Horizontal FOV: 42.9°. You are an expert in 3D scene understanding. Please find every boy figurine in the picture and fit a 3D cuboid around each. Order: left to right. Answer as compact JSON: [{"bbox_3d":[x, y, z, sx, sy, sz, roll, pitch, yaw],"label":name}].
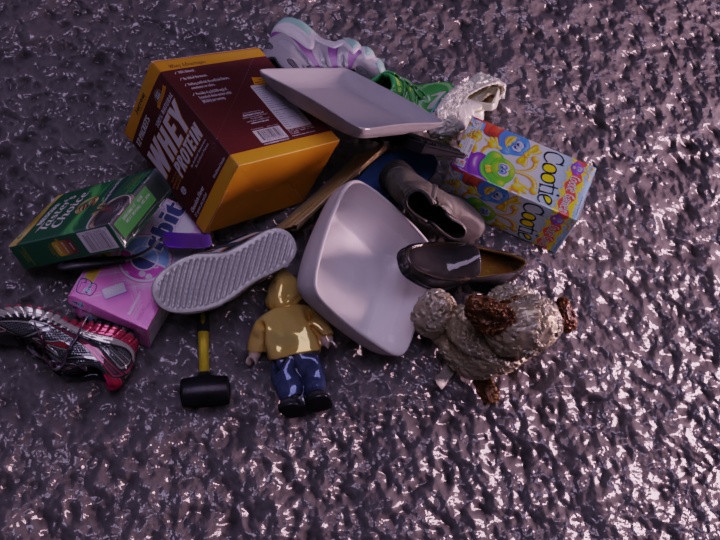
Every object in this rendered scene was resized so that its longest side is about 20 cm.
[{"bbox_3d":[-0.097,0.093,1.227,0.124,0.064,0.200,-17,63,3],"label":"boy figurine"}]

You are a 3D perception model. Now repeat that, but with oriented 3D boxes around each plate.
[{"bbox_3d":[-0.014,-0.234,1.287,0.200,0.032,0.199,34,30,28],"label":"plate"}]

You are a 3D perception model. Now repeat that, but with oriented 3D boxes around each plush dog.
[{"bbox_3d":[0.189,0.082,1.209,0.200,0.172,0.161,-3,72,-28],"label":"plush dog"}]

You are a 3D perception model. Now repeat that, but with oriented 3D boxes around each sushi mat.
[{"bbox_3d":[-0.049,-0.115,1.332,0.200,0.096,0.012,-44,108,-26],"label":"sushi mat"}]

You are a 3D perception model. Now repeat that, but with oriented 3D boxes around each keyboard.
[{"bbox_3d":[0.065,-0.192,1.342,0.127,0.200,0.021,4,103,-20],"label":"keyboard"}]

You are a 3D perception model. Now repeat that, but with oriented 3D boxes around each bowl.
[{"bbox_3d":[0.000,0.000,1.250,0.200,0.075,0.200,40,56,-33],"label":"bowl"}]

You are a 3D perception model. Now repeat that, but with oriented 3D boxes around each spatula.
[{"bbox_3d":[-0.294,-0.023,1.196,0.199,0.021,0.057,-14,26,-9],"label":"spatula"}]

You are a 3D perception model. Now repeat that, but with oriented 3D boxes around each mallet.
[{"bbox_3d":[-0.201,0.091,1.231,0.066,0.041,0.200,4,59,-6],"label":"mallet"}]

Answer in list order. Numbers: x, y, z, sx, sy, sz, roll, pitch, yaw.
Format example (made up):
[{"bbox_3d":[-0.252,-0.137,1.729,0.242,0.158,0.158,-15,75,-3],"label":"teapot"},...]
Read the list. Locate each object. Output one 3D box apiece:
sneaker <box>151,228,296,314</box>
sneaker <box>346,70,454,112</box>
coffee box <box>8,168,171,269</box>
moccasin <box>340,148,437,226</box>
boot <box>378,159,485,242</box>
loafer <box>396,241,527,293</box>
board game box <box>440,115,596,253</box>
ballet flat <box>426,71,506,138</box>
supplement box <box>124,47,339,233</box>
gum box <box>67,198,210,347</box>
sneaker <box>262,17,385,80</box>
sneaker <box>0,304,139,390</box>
[{"bbox_3d":[-0.184,0.004,1.223,0.200,0.079,0.079,-21,93,-19],"label":"sneaker"},{"bbox_3d":[0.061,-0.265,1.428,0.199,0.084,0.074,-10,65,-15],"label":"sneaker"},{"bbox_3d":[-0.355,-0.066,1.199,0.200,0.044,0.123,-9,36,34],"label":"coffee box"},{"bbox_3d":[0.023,-0.117,1.354,0.200,0.068,0.081,-29,72,-18],"label":"moccasin"},{"bbox_3d":[0.115,-0.071,1.280,0.200,0.068,0.131,29,15,-31],"label":"boot"},{"bbox_3d":[0.143,-0.013,1.278,0.200,0.072,0.073,3,67,-34],"label":"loafer"},{"bbox_3d":[0.231,-0.127,1.371,0.200,0.105,0.103,23,62,4],"label":"board game box"},{"bbox_3d":[0.172,-0.258,1.418,0.072,0.072,0.200,35,44,9],"label":"ballet flat"},{"bbox_3d":[-0.181,-0.188,1.284,0.197,0.133,0.200,-23,66,-45],"label":"supplement box"},{"bbox_3d":[-0.297,-0.002,1.243,0.113,0.066,0.200,23,62,2],"label":"gum box"},{"bbox_3d":[-0.072,-0.305,1.437,0.200,0.078,0.140,22,63,13],"label":"sneaker"},{"bbox_3d":[-0.390,0.096,1.170,0.199,0.081,0.075,12,64,-3],"label":"sneaker"}]
